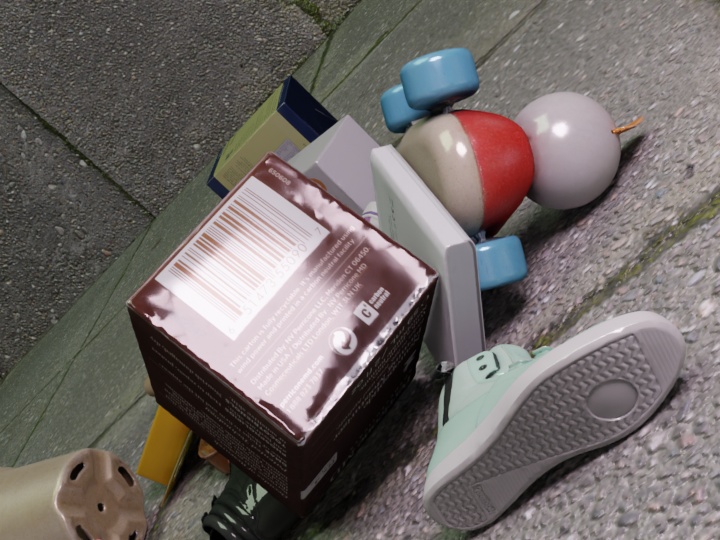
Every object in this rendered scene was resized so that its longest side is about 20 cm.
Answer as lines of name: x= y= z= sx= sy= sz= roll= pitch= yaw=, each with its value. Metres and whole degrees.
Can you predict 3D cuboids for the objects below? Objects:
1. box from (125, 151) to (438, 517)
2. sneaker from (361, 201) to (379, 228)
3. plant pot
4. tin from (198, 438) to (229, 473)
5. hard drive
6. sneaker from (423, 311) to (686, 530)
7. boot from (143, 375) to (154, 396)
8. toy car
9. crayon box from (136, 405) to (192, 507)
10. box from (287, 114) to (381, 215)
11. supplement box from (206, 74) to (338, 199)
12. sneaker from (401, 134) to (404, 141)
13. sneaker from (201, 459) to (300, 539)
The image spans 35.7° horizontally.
box: x=-0.057 y=0.055 z=0.863 sx=0.166 sy=0.163 sz=0.201 roll=-49 pitch=-15 yaw=-22
sneaker: x=0.001 y=0.000 z=1.203 sx=0.115 sy=0.072 sz=0.200 roll=-58 pitch=7 yaw=-19
plant pot: x=-0.349 y=0.294 z=1.268 sx=0.182 sy=0.201 sz=0.201 roll=-25 pitch=24 yaw=28
tin: x=-0.126 y=0.149 z=1.240 sx=0.112 sy=0.042 sz=0.200 roll=-49 pitch=14 yaw=14
hard drive: x=0.051 y=-0.004 z=0.887 sx=0.026 sy=0.134 sz=0.200 roll=-14 pitch=28 yaw=-10
sneaker: x=0.112 y=0.064 z=0.704 sx=0.200 sy=0.073 sz=0.119 roll=-43 pitch=22 yaw=30
boot: x=-0.209 y=0.096 z=1.584 sx=0.165 sy=0.073 sz=0.201 roll=-23 pitch=26 yaw=33
toy car: x=0.139 y=-0.090 z=0.933 sx=0.197 sy=0.187 sz=0.177 roll=-14 pitch=-2 yaw=-10
crayon box: x=-0.209 y=0.163 z=1.328 sx=0.201 sy=0.050 sz=0.128 roll=-73 pitch=6 yaw=-57
box: x=-0.047 y=-0.084 z=1.416 sx=0.199 sy=0.124 sz=0.098 roll=-30 pitch=23 yaw=48
supplement box: x=-0.147 y=-0.205 z=1.965 sx=0.200 sy=0.134 sz=0.200 roll=-44 pitch=16 yaw=16
sneaker: x=0.079 y=-0.117 z=1.241 sx=0.105 sy=0.076 sz=0.200 roll=-53 pitch=17 yaw=-14
sneaker: x=-0.108 y=0.197 z=1.005 sx=0.099 sy=0.071 sz=0.200 roll=-46 pitch=19 yaw=-11
